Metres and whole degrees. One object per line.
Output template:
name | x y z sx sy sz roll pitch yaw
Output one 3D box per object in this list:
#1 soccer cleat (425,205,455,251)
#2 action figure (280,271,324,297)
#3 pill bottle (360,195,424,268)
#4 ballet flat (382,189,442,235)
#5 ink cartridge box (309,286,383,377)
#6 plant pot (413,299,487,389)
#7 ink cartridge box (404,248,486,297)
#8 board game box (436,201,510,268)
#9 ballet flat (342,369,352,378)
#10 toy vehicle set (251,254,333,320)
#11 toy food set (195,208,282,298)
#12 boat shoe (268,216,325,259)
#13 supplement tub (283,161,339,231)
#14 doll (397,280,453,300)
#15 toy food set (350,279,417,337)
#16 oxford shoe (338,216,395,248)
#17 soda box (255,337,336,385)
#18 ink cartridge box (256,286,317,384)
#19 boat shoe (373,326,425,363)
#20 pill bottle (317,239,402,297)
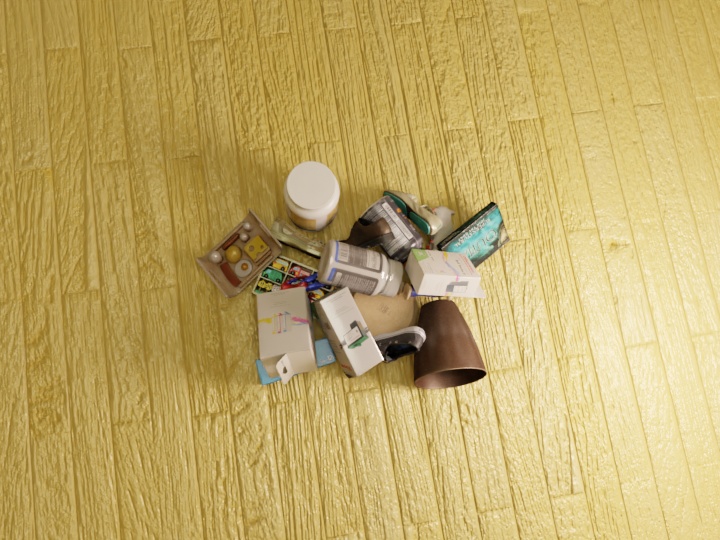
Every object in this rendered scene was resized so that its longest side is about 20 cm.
soccer cleat | 0.222 -0.080 1.590 0.077 0.069 0.202 9 78 -11
action figure | -0.139 0.039 1.520 0.199 0.052 0.066 -21 78 -14
pill bottle | 0.096 -0.094 1.562 0.106 0.106 0.200 -37 85 -9
ballet flat | 0.146 -0.168 1.580 0.069 0.070 0.200 -41 61 -10
ink cartridge box | -0.036 0.150 1.424 0.084 0.146 0.201 -28 93 -14
plant pot | 0.217 0.184 1.498 0.185 0.187 0.202 -4 65 -5
ink cartridge box | 0.228 0.008 1.484 0.198 0.068 0.117 4 34 -18
board game box | 0.310 -0.075 1.573 0.200 0.028 0.136 -38 126 -9
ballet flat | -0.044 0.185 1.527 0.046 0.067 0.201 -18 84 -28
toy vehicle set | -0.177 0.042 1.556 0.199 0.027 0.125 22 79 0
toy food set | -0.319 -0.046 1.525 0.200 0.060 0.144 -43 79 1
boat shoe | -0.148 -0.081 1.559 0.199 0.073 0.064 23 84 7
supplement tub | -0.127 -0.192 1.513 0.143 0.200 0.146 1 80 -5
doll | 0.198 0.047 1.523 0.198 0.136 0.049 -4 107 -26
toy food set | 0.059 0.106 1.553 0.197 0.049 0.201 22 79 -1
oxford shoe | 0.003 -0.095 1.525 0.072 0.199 0.085 -25 96 -49
soda box | -0.167 0.236 1.505 0.198 0.064 0.068 -17 81 -7
ink cartridge box | -0.179 0.165 1.426 0.124 0.129 0.201 -9 58 0
boat shoe | 0.080 0.203 1.470 0.070 0.199 0.066 49 41 -24
pill bottle | 0.000 0.000 1.472 0.198 0.114 0.115 15 79 -16
